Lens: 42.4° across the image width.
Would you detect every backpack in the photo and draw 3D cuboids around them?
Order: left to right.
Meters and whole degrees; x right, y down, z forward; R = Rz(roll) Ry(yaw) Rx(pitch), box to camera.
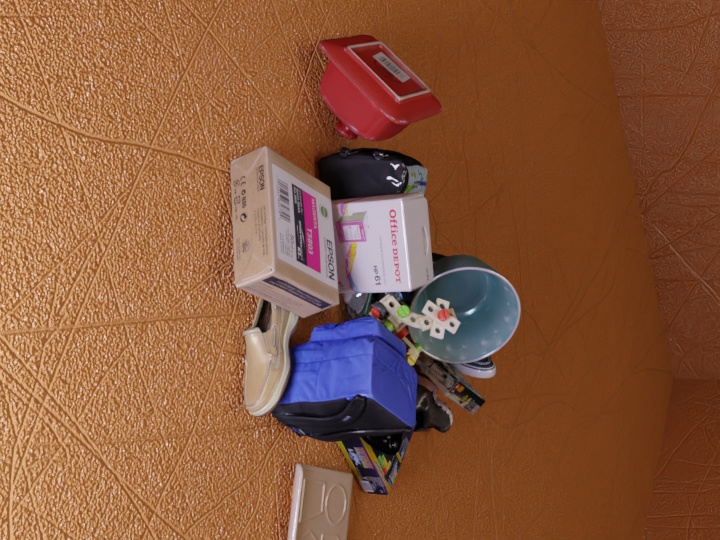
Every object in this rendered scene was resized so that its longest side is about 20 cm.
[{"bbox_3d":[-0.029,0.170,1.404,0.163,0.198,0.170,45,40,-42],"label":"backpack"},{"bbox_3d":[0.038,-0.150,1.609,0.200,0.161,0.156,-39,130,-63],"label":"backpack"}]

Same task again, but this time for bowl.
[{"bbox_3d":[0.174,0.053,1.640,0.106,0.198,0.203,-99,168,-57],"label":"bowl"}]

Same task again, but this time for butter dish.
[{"bbox_3d":[0.010,-0.286,1.577,0.200,0.148,0.199,45,32,10],"label":"butter dish"}]

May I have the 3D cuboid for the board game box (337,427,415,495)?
[{"bbox_3d":[0.023,0.263,1.628,0.166,0.056,0.202,-61,138,-41],"label":"board game box"}]

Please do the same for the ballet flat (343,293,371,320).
[{"bbox_3d":[0.000,0.000,1.590,0.072,0.071,0.203,-6,119,-60],"label":"ballet flat"}]

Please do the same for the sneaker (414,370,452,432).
[{"bbox_3d":[0.123,0.279,1.803,0.091,0.066,0.201,-58,147,-22],"label":"sneaker"}]

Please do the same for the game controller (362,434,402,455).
[{"bbox_3d":[0.046,0.207,1.578,0.104,0.042,0.203,43,50,-49],"label":"game controller"}]

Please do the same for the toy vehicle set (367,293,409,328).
[{"bbox_3d":[0.050,0.108,1.717,0.200,0.026,0.126,41,53,-52],"label":"toy vehicle set"}]

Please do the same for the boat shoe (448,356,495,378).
[{"bbox_3d":[0.184,0.118,1.730,0.070,0.200,0.092,-8,119,-32],"label":"boat shoe"}]

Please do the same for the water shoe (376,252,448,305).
[{"bbox_3d":[0.094,0.020,1.707,0.199,0.071,0.080,-18,116,-44],"label":"water shoe"}]

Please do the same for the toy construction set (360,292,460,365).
[{"bbox_3d":[0.068,0.102,1.490,0.132,0.200,0.092,49,50,6],"label":"toy construction set"}]

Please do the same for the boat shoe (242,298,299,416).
[{"bbox_3d":[-0.143,0.110,1.344,0.076,0.071,0.202,44,40,-39],"label":"boat shoe"}]

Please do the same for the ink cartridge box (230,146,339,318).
[{"bbox_3d":[-0.109,-0.053,1.350,0.164,0.074,0.203,27,50,-51],"label":"ink cartridge box"}]

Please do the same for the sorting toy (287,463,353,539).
[{"bbox_3d":[-0.071,0.410,1.478,0.200,0.036,0.188,34,59,-60],"label":"sorting toy"}]

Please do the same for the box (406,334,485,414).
[{"bbox_3d":[0.155,0.193,1.745,0.040,0.137,0.200,-45,153,2],"label":"box"}]

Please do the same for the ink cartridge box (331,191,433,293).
[{"bbox_3d":[0.008,-0.042,1.481,0.084,0.197,0.147,-18,103,-59],"label":"ink cartridge box"}]
